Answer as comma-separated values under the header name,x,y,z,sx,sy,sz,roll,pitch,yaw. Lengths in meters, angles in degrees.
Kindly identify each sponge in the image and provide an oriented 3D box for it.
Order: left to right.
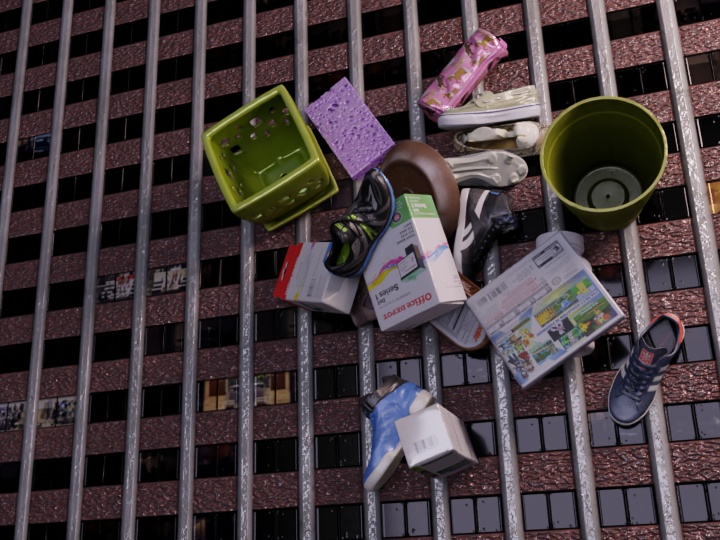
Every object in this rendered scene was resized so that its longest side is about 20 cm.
name,x,y,z,sx,sy,sz,roll,pitch,yaw
sponge,-0.021,-0.287,1.773,0.111,0.030,0.201,-36,64,5

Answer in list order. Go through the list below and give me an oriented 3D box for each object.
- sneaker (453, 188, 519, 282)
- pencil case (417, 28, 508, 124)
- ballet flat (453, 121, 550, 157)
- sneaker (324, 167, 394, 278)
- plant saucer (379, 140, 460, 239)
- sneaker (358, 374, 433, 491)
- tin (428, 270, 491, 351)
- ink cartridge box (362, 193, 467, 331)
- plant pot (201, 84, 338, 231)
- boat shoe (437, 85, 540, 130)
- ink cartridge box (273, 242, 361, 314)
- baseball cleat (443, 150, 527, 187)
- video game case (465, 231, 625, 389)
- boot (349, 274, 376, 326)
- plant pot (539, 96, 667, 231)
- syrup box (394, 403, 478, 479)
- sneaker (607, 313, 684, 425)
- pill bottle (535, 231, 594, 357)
name,x,y,z,sx,sy,sz,roll,pitch,yaw
sneaker,0.231,-0.058,1.585,0.110,0.073,0.203,0,72,19
pencil case,0.199,-0.374,1.697,0.086,0.083,0.201,38,87,18
ballet flat,0.268,-0.247,1.633,0.197,0.075,0.069,-3,73,18
sneaker,-0.004,-0.076,1.487,0.071,0.082,0.201,37,113,35
plant saucer,0.096,-0.135,1.607,0.199,0.036,0.203,22,122,40
sneaker,0.034,0.279,1.538,0.110,0.077,0.201,28,79,19
tin,0.160,0.061,1.558,0.199,0.042,0.113,39,131,26
ink cartridge box,0.080,-0.011,1.525,0.144,0.083,0.202,-28,73,38
plant pot,-0.166,-0.204,1.713,0.198,0.181,0.202,-30,66,8
boat shoe,0.240,-0.305,1.646,0.197,0.072,0.063,-9,91,-6
ink cartridge box,-0.080,0.013,1.643,0.199,0.067,0.118,2,71,58
baseball cleat,0.209,-0.192,1.640,0.197,0.106,0.071,-1,100,-10
video game case,0.298,0.064,1.432,0.199,0.022,0.183,-37,61,10
boot,0.000,0.000,1.654,0.146,0.070,0.201,-41,56,12
plant pot,0.416,-0.158,1.487,0.198,0.193,0.203,-6,70,17
syrup box,0.128,0.285,1.437,0.078,0.200,0.082,-24,65,10
sneaker,0.462,0.156,1.427,0.074,0.085,0.202,25,82,24
pill bottle,0.342,0.041,1.493,0.107,0.109,0.203,-4,71,18
